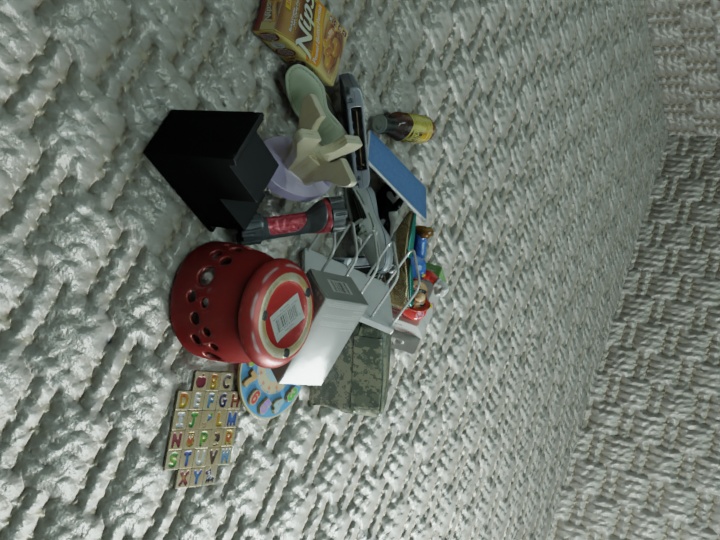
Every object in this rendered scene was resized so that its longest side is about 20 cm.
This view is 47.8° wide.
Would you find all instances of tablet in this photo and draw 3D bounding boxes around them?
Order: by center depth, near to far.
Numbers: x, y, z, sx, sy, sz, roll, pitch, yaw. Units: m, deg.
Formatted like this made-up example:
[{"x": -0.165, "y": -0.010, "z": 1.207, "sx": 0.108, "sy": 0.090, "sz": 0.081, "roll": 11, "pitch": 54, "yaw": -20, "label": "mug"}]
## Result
[{"x": 0.078, "y": -0.203, "z": 1.745, "sx": 0.199, "sy": 0.014, "sz": 0.132, "roll": 42, "pitch": 30, "yaw": -26, "label": "tablet"}]

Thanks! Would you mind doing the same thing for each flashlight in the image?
[{"x": -0.122, "y": -0.089, "z": 1.446, "sx": 0.196, "sy": 0.068, "sz": 0.069, "roll": -9, "pitch": 100, "yaw": -21, "label": "flashlight"}]

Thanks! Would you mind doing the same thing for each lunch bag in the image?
[{"x": -0.024, "y": 0.182, "z": 1.651, "sx": 0.139, "sy": 0.163, "sz": 0.205, "roll": -58, "pitch": 152, "yaw": -77, "label": "lunch bag"}]

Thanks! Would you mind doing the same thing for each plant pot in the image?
[{"x": -0.190, "y": 0.058, "z": 1.362, "sx": 0.199, "sy": 0.179, "sz": 0.206, "roll": -12, "pitch": 104, "yaw": -54, "label": "plant pot"}]

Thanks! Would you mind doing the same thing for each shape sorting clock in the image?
[{"x": -0.161, "y": 0.184, "z": 1.553, "sx": 0.199, "sy": 0.039, "sz": 0.205, "roll": -16, "pitch": 109, "yaw": -55, "label": "shape sorting clock"}]

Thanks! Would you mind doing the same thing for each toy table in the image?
[{"x": -0.089, "y": -0.207, "z": 1.464, "sx": 0.186, "sy": 0.116, "sz": 0.199, "roll": 58, "pitch": 32, "yaw": 2, "label": "toy table"}]

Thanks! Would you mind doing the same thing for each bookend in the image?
[{"x": -0.201, "y": -0.149, "z": 1.281, "sx": 0.093, "sy": 0.197, "sz": 0.200, "roll": -62, "pitch": 141, "yaw": -25, "label": "bookend"}]

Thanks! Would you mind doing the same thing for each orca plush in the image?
[{"x": 0.046, "y": -0.154, "z": 1.768, "sx": 0.070, "sy": 0.105, "sz": 0.204, "roll": 25, "pitch": 64, "yaw": -17, "label": "orca plush"}]

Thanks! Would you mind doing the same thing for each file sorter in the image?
[{"x": 0.000, "y": 0.000, "z": 1.560, "sx": 0.197, "sy": 0.125, "sz": 0.140, "roll": 23, "pitch": 32, "yaw": -20, "label": "file sorter"}]

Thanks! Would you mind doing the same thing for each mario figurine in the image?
[{"x": 0.123, "y": 0.010, "z": 1.750, "sx": 0.106, "sy": 0.121, "sz": 0.205, "roll": -31, "pitch": 121, "yaw": -64, "label": "mario figurine"}]

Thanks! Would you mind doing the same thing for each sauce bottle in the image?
[{"x": 0.095, "y": -0.320, "z": 1.812, "sx": 0.198, "sy": 0.065, "sz": 0.068, "roll": -9, "pitch": 104, "yaw": -53, "label": "sauce bottle"}]

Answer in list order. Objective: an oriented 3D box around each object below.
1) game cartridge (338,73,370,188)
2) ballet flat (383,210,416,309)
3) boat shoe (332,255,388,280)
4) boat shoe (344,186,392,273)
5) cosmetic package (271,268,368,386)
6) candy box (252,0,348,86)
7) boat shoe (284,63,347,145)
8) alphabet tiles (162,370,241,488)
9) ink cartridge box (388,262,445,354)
[{"x": -0.013, "y": -0.281, "z": 1.613, "sx": 0.134, "sy": 0.040, "sz": 0.204, "roll": -98, "pitch": -178, "yaw": -63, "label": "game cartridge"}, {"x": 0.080, "y": -0.023, "z": 1.684, "sx": 0.070, "sy": 0.064, "sz": 0.205, "roll": 15, "pitch": 78, "yaw": -77, "label": "ballet flat"}, {"x": 0.013, "y": 0.005, "z": 1.745, "sx": 0.198, "sy": 0.072, "sz": 0.070, "roll": -3, "pitch": 95, "yaw": -56, "label": "boat shoe"}, {"x": 0.007, "y": -0.087, "z": 1.686, "sx": 0.066, "sy": 0.073, "sz": 0.204, "roll": 6, "pitch": 56, "yaw": -41, "label": "boat shoe"}, {"x": -0.083, "y": 0.108, "z": 1.467, "sx": 0.105, "sy": 0.091, "sz": 0.202, "roll": 11, "pitch": 123, "yaw": -40, "label": "cosmetic package"}, {"x": -0.106, "y": -0.438, "z": 1.489, "sx": 0.199, "sy": 0.054, "sz": 0.118, "roll": 32, "pitch": 69, "yaw": -55, "label": "candy box"}, {"x": -0.091, "y": -0.312, "z": 1.539, "sx": 0.071, "sy": 0.061, "sz": 0.202, "roll": -32, "pitch": 130, "yaw": 1, "label": "boat shoe"}, {"x": -0.275, "y": 0.279, "z": 1.433, "sx": 0.165, "sy": 0.006, "sz": 0.205, "roll": 14, "pitch": 85, "yaw": -56, "label": "alphabet tiles"}, {"x": 0.106, "y": 0.077, "z": 1.857, "sx": 0.203, "sy": 0.115, "sz": 0.068, "roll": -65, "pitch": 156, "yaw": -24, "label": "ink cartridge box"}]
